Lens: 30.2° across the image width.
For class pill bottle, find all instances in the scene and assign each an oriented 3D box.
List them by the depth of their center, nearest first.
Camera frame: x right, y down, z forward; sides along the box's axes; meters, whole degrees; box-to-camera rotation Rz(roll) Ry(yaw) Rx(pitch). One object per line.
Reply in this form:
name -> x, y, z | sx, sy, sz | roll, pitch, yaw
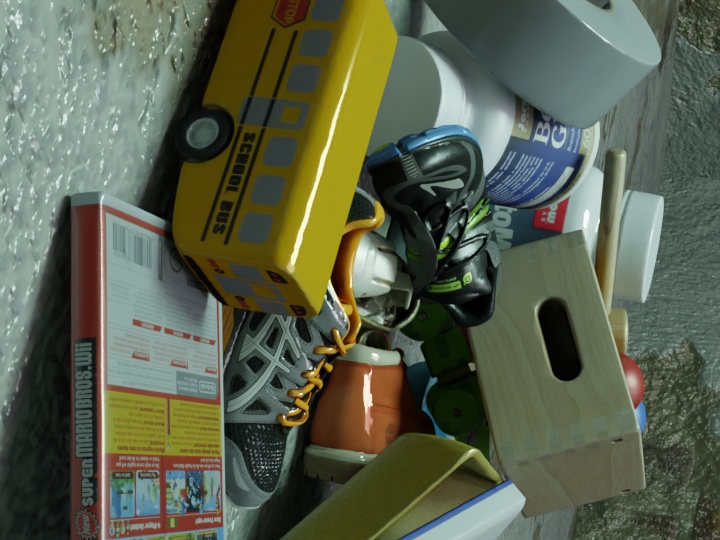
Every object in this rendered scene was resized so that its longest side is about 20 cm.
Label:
pill bottle -> 0.078, -0.106, 0.940 | 0.199, 0.110, 0.113 | 4, 97, -53
pill bottle -> 0.151, -0.036, 1.134 | 0.119, 0.197, 0.121 | 11, 90, -74

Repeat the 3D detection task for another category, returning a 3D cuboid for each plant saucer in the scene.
plant saucer -> 0.005, 0.186, 0.921 | 0.199, 0.049, 0.200 | -40, 158, -1

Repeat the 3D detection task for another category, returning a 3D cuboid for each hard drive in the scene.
hard drive -> 0.015, 0.217, 0.898 | 0.199, 0.025, 0.132 | -18, 149, -46

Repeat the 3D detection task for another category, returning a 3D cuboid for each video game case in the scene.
video game case -> -0.094, 0.077, 0.610 | 0.143, 0.017, 0.203 | 31, 56, -73

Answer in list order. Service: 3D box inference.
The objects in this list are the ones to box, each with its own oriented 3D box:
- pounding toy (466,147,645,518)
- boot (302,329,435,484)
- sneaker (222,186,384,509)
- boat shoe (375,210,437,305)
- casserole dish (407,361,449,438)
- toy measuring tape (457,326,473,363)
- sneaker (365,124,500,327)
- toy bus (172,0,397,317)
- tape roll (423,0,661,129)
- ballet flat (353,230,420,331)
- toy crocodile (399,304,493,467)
pounding toy -> 0.157, 0.052, 0.999 | 0.184, 0.140, 0.202 | 61, 16, -63
boot -> 0.019, 0.100, 1.010 | 0.200, 0.074, 0.109 | 14, 82, -73
sneaker -> -0.040, 0.039, 0.755 | 0.078, 0.076, 0.203 | -11, 112, -74
boat shoe -> 0.058, -0.058, 1.048 | 0.073, 0.061, 0.202 | 72, 32, -56
casserole dish -> 0.048, 0.168, 1.205 | 0.122, 0.038, 0.202 | -62, 157, -47
toy measuring tape -> 0.132, 0.041, 1.340 | 0.201, 0.073, 0.074 | 84, 23, -51
sneaker -> 0.057, -0.025, 0.857 | 0.200, 0.070, 0.084 | 59, 15, -59
toy bus -> -0.035, -0.083, 0.670 | 0.065, 0.077, 0.202 | 58, 43, -60
tape roll -> 0.114, -0.193, 0.916 | 0.066, 0.200, 0.200 | -44, 179, 25
ballet flat -> 0.000, 0.000, 0.884 | 0.200, 0.070, 0.072 | 43, 59, -71
toy crocodile -> 0.073, 0.072, 1.089 | 0.068, 0.061, 0.202 | 116, -46, -88
